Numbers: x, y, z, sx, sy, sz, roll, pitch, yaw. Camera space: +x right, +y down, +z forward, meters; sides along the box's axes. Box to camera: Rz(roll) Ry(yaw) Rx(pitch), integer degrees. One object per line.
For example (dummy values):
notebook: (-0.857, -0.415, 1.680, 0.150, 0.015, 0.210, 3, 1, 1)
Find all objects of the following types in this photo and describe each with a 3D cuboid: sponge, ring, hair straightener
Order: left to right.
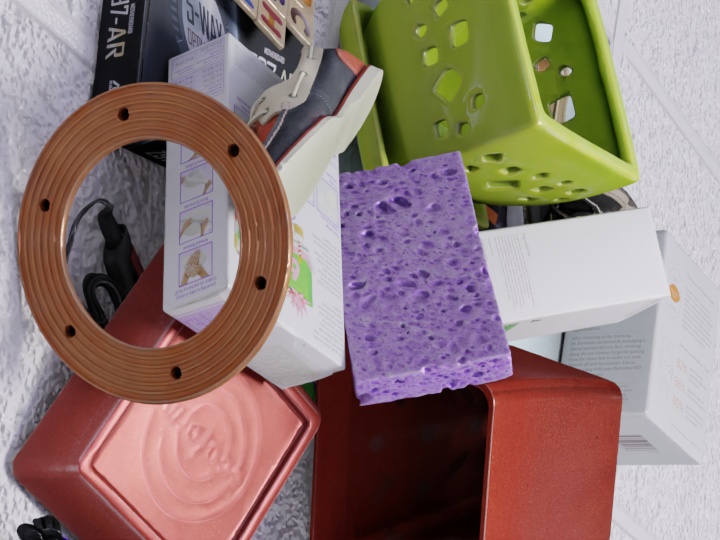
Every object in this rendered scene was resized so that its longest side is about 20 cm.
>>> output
hair straightener: (-0.154, 0.045, 1.231, 0.077, 0.041, 0.202, -49, 131, -48)
ring: (-0.130, -0.017, 1.139, 0.019, 0.198, 0.203, -1, 87, -66)
sponge: (0.037, 0.002, 1.295, 0.030, 0.110, 0.201, 82, -2, -48)

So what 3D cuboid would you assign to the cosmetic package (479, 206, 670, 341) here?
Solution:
cosmetic package: (0.147, 0.008, 1.525, 0.198, 0.108, 0.086, -8, 78, -21)

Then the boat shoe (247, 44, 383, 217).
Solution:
boat shoe: (-0.043, -0.097, 1.205, 0.200, 0.062, 0.072, -57, 171, -55)

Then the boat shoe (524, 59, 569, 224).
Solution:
boat shoe: (0.174, -0.110, 1.704, 0.075, 0.068, 0.201, -98, 177, -48)

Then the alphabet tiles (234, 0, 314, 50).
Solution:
alphabet tiles: (-0.094, -0.262, 1.344, 0.200, 0.006, 0.168, 45, 31, -36)

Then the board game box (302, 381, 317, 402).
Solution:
board game box: (-0.034, 0.033, 1.440, 0.096, 0.030, 0.201, 63, 36, -29)

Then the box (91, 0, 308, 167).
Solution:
box: (-0.112, -0.150, 1.325, 0.199, 0.043, 0.162, 25, 65, -54)

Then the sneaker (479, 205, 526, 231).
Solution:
sneaker: (0.095, -0.062, 1.620, 0.089, 0.070, 0.202, 5, 65, -24)

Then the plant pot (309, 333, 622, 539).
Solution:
plant pot: (0.091, 0.147, 1.386, 0.175, 0.199, 0.203, -9, 108, -39)

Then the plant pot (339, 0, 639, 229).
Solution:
plant pot: (0.099, -0.152, 1.509, 0.199, 0.180, 0.201, 19, 54, -54)

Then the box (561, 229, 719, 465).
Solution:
box: (0.289, 0.083, 1.867, 0.152, 0.105, 0.202, 39, 55, -48)

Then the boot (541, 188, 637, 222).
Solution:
boot: (0.179, -0.029, 1.664, 0.151, 0.073, 0.200, -53, 162, 5)

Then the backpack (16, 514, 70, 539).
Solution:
backpack: (-0.129, 0.258, 1.120, 0.200, 0.181, 0.136, 32, 83, -54)

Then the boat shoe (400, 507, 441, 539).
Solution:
boat shoe: (0.047, 0.228, 1.504, 0.072, 0.065, 0.203, 39, 54, -48)

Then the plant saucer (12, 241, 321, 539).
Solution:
plant saucer: (-0.116, 0.116, 1.233, 0.200, 0.036, 0.201, 52, 59, -34)

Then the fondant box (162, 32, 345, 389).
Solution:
fondant box: (-0.072, -0.040, 1.242, 0.144, 0.058, 0.202, 38, 41, -49)
